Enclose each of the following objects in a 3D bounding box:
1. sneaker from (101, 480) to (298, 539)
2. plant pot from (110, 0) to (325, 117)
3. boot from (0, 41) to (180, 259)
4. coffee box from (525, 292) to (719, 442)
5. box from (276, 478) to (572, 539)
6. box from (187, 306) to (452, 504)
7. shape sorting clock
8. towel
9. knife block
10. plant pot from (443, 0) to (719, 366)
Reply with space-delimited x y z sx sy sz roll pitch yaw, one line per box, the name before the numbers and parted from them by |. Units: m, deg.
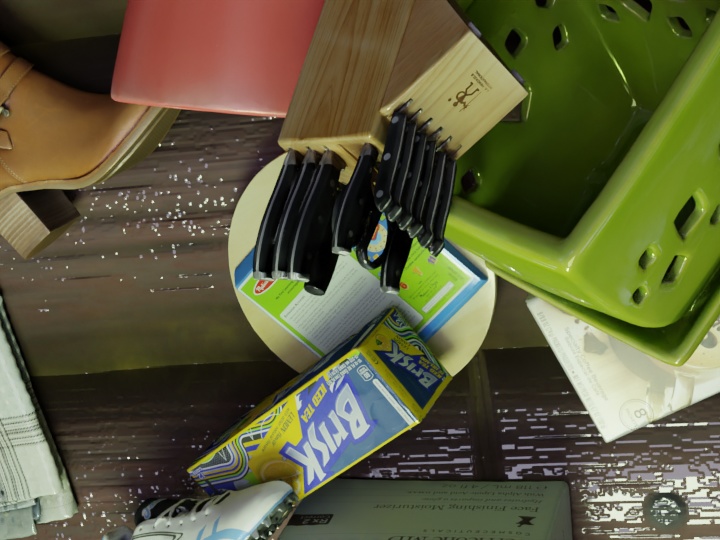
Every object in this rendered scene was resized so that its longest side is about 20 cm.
sneaker | -0.122 0.189 1.102 0.200 0.072 0.073 -32 90 40
plant pot | -0.055 -0.189 0.965 0.199 0.200 0.179 5 97 13
boot | -0.227 -0.122 1.095 0.200 0.077 0.156 -38 91 30
coffee box | 0.225 0.014 1.004 0.199 0.080 0.113 -28 98 22
box | 0.053 0.265 1.107 0.198 0.131 0.201 -1 107 15
box | -0.031 0.110 1.091 0.070 0.064 0.200 49 126 -4
shape sorting clock | 0.000 0.000 1.082 0.199 0.039 0.201 8 120 13
towel | -0.336 0.129 1.220 0.191 0.035 0.201 -14 104 19
knife block | -0.004 -0.083 0.854 0.175 0.200 0.064 -40 135 11
plant pot | 0.145 -0.070 0.899 0.199 0.181 0.201 29 82 45
